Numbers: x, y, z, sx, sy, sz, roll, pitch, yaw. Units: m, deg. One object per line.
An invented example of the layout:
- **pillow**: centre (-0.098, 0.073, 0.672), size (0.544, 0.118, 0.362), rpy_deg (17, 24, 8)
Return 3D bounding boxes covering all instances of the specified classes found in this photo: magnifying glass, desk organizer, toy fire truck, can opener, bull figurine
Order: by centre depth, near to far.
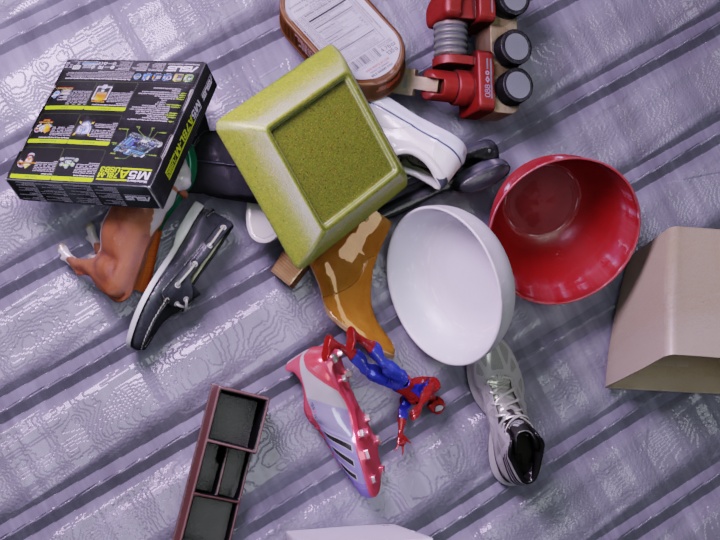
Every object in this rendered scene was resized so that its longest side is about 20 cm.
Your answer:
- **bull figurine**: centre (-0.279, -0.066, 1.489), size (0.121, 0.065, 0.202), rpy_deg (29, 99, 24)
- **desk organizer**: centre (-0.168, 0.243, 1.510), size (0.071, 0.077, 0.202), rpy_deg (15, 81, -10)
- **magnifying glass**: centre (-0.249, -0.073, 1.519), size (0.079, 0.022, 0.202), rpy_deg (18, 103, 19)
- **can opener**: centre (0.093, -0.118, 1.613), size (0.198, 0.079, 0.064), rpy_deg (-18, 96, -4)
- **toy fire truck**: centre (0.105, -0.286, 1.614), size (0.198, 0.128, 0.178), rpy_deg (1, 84, -22)

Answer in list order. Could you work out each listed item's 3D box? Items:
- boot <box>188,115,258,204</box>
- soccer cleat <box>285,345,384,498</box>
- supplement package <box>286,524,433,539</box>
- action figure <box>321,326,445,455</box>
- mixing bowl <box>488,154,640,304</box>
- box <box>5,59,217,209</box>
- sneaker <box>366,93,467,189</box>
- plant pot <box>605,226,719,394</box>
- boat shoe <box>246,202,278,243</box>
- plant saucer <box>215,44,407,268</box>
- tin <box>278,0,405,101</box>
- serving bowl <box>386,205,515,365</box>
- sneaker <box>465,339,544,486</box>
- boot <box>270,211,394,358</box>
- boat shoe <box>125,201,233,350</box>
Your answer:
- **boot**: centre (-0.147, -0.166, 1.521), size (0.198, 0.066, 0.167), rpy_deg (6, 94, 20)
- **soccer cleat**: centre (-0.029, 0.191, 1.561), size (0.076, 0.067, 0.202), rpy_deg (-18, 95, 20)
- **supplement package**: centre (-0.001, 0.412, 1.469), size (0.145, 0.191, 0.202), rpy_deg (-1, 84, -13)
- **action figure**: centre (0.037, 0.155, 1.537), size (0.199, 0.065, 0.100), rpy_deg (30, 53, -38)
- **mixing bowl**: centre (0.246, -0.071, 1.598), size (0.198, 0.109, 0.202), rpy_deg (-4, 117, -8)
- **box**: centre (-0.290, -0.164, 1.463), size (0.198, 0.048, 0.195), rpy_deg (4, 58, 21)
- **sneaker**: centre (0.035, -0.168, 1.575), size (0.198, 0.073, 0.071), rpy_deg (25, 64, 14)
- **plant pot**: centre (0.440, 0.050, 1.611), size (0.198, 0.200, 0.179), rpy_deg (4, 72, -11)
- **boat shoe**: centre (-0.086, -0.122, 1.570), size (0.072, 0.062, 0.202), rpy_deg (13, 78, 18)
- **plant saucer**: centre (-0.041, -0.137, 1.463), size (0.200, 0.048, 0.201), rpy_deg (-39, 108, -29)
- **tin**: centre (-0.023, -0.301, 1.581), size (0.111, 0.042, 0.200), rpy_deg (-33, 68, -20)
- **serving bowl**: centre (0.122, 0.013, 1.550), size (0.065, 0.199, 0.202), rpy_deg (-17, 87, -38)
- **sneaker**: centre (0.194, 0.173, 1.575), size (0.075, 0.115, 0.203), rpy_deg (-12, 87, -13)
- **boot**: centre (0.000, 0.000, 1.568), size (0.201, 0.071, 0.144), rpy_deg (39, 88, 2)
- **boat shoe**: centre (-0.221, 0.013, 1.524), size (0.060, 0.076, 0.201), rpy_deg (26, 80, -2)
